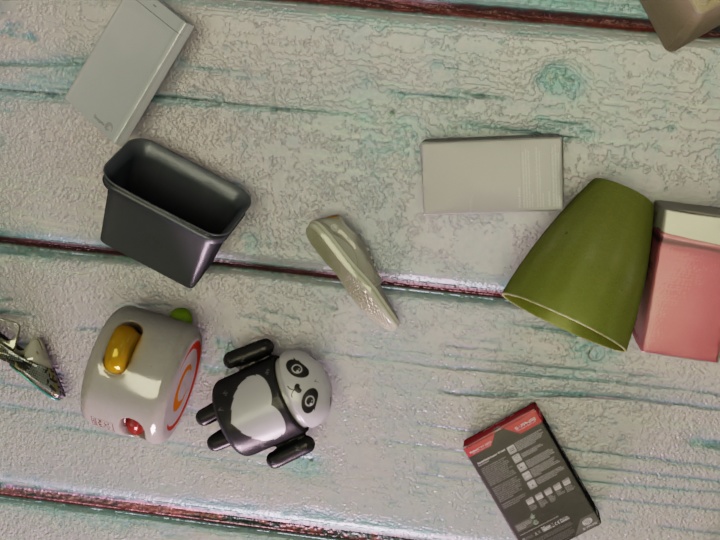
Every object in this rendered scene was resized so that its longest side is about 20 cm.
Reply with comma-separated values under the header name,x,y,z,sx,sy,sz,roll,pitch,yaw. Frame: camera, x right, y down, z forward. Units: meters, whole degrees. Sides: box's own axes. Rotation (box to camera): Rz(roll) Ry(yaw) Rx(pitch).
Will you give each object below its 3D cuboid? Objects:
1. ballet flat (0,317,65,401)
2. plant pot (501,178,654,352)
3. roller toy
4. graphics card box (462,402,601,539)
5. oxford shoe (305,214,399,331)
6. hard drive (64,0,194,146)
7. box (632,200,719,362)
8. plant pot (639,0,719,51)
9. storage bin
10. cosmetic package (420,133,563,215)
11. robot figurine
name,x,y,z,sx,sy,sz,roll,pitch,yaw
ballet flat,-0.522,0.120,1.803,0.200,0.072,0.072,33,102,-1
plant pot,0.320,-0.018,1.638,0.186,0.187,0.201,25,86,2
roller toy,-0.322,0.150,1.721,0.139,0.200,0.183,17,107,4
graphics card box,0.253,0.310,1.751,0.125,0.051,0.201,-31,94,10
oxford shoe,0.000,0.000,1.724,0.058,0.075,0.200,-39,96,-25
hard drive,-0.333,-0.297,1.702,0.132,0.027,0.200,40,104,29
box,0.448,0.012,1.638,0.108,0.128,0.201,8,100,6
plant pot,0.453,-0.421,1.541,0.199,0.177,0.201,-29,94,10
storage bin,-0.276,-0.079,1.716,0.199,0.146,0.135,28,129,1
cosmetic package,0.184,-0.135,1.668,0.199,0.090,0.107,1,100,9
robot figurine,-0.139,0.196,1.738,0.199,0.125,0.151,-24,128,10
